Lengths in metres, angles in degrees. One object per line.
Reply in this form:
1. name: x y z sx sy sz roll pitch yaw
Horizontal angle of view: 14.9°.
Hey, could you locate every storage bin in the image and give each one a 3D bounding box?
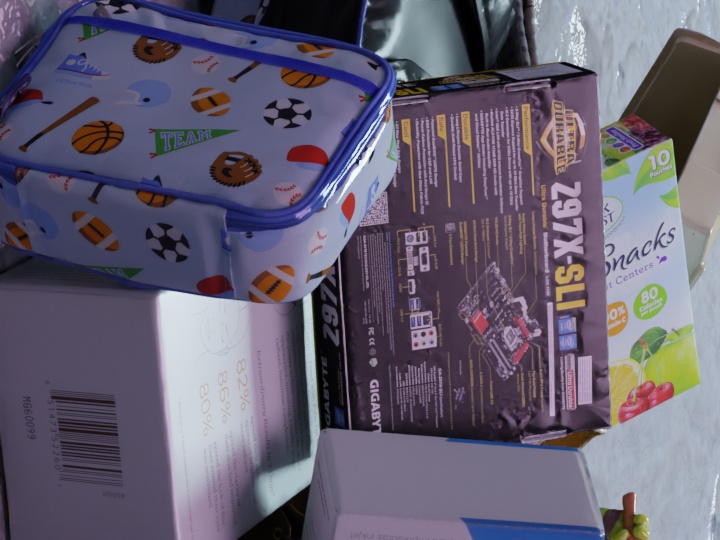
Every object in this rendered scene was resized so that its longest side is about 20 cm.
1. storage bin: 0.207 -0.042 2.008 0.200 0.093 0.199 -61 179 -42

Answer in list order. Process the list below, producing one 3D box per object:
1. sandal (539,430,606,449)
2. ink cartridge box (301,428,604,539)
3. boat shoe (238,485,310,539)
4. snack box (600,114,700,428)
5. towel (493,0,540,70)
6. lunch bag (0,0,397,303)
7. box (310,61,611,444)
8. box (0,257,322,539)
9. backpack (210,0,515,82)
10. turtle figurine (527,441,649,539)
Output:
1. sandal: 0.121 0.108 1.742 0.078 0.069 0.213 33 66 -63
2. ink cartridge box: 0.038 0.193 1.462 0.084 0.144 0.201 -101 -162 -59
3. boat shoe: -0.037 0.156 1.555 0.201 0.072 0.068 -66 -175 -23
4. snack box: 0.149 0.015 1.842 0.142 0.053 0.201 -25 125 -21
5. towel: 0.078 -0.056 1.713 0.034 0.193 0.201 4 65 -23
6. lunch bag: -0.087 -0.067 1.369 0.076 0.199 0.161 86 27 -44
7. box: 0.053 -0.003 1.483 0.159 0.049 0.201 -9 103 -23
8. box: -0.097 0.054 1.460 0.200 0.106 0.153 -32 121 -60
9. backpack: 0.003 -0.128 1.599 0.191 0.153 0.201 50 51 -49
10. turtle figurine: 0.091 0.133 1.572 0.064 0.199 0.162 -179 -105 -76
